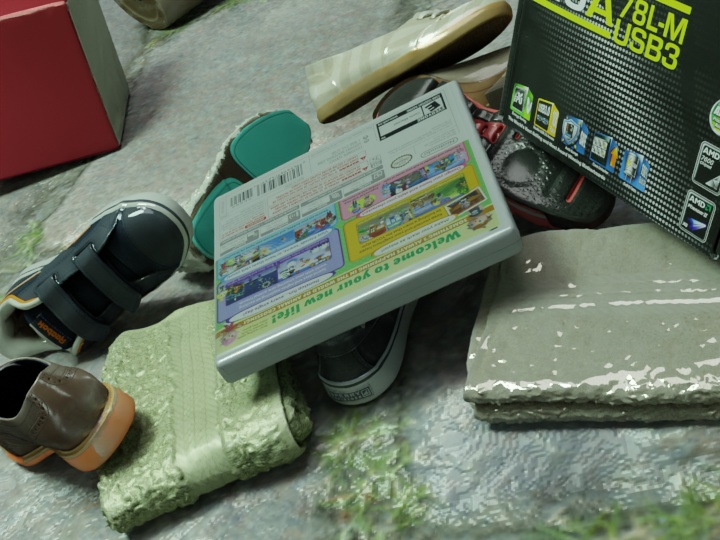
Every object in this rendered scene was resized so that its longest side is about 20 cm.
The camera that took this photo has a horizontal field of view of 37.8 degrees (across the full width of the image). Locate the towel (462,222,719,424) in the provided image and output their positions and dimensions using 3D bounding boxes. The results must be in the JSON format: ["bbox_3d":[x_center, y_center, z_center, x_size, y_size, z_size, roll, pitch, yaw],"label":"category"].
[{"bbox_3d":[0.159,0.029,0.596,0.197,0.035,0.134,-3,46,27],"label":"towel"}]

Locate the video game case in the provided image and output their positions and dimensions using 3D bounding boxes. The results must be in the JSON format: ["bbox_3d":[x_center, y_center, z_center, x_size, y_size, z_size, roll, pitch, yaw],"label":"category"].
[{"bbox_3d":[-0.007,-0.031,0.685,0.198,0.022,0.183,-25,37,10],"label":"video game case"}]

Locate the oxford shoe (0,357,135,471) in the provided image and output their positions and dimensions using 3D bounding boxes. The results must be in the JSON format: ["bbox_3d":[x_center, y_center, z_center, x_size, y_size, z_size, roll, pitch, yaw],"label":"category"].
[{"bbox_3d":[-0.221,0.085,0.706,0.199,0.073,0.072,-11,47,52],"label":"oxford shoe"}]

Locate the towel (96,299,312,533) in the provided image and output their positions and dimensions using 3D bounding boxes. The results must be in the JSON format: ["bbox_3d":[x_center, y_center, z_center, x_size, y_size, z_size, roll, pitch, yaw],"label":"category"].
[{"bbox_3d":[-0.111,0.081,0.707,0.147,0.037,0.201,-24,31,2],"label":"towel"}]

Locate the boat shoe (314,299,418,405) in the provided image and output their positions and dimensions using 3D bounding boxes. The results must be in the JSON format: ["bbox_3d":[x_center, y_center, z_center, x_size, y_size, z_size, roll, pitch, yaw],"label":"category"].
[{"bbox_3d":[0.000,0.000,0.722,0.071,0.068,0.201,-10,34,20],"label":"boat shoe"}]

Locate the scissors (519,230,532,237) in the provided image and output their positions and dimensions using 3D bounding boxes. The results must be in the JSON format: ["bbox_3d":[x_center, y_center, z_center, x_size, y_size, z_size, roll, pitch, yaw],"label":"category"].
[{"bbox_3d":[0.134,-0.011,0.701,0.198,0.014,0.073,7,44,38],"label":"scissors"}]

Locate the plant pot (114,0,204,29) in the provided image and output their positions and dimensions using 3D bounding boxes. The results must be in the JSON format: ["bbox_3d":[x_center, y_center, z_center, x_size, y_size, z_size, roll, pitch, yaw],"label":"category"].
[{"bbox_3d":[-0.272,-0.446,1.485,0.199,0.200,0.174,15,63,46],"label":"plant pot"}]

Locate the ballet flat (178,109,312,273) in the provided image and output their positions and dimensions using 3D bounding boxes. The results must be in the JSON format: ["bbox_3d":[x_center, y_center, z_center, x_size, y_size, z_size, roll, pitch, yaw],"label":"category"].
[{"bbox_3d":[-0.113,-0.070,0.911,0.071,0.072,0.201,0,38,33],"label":"ballet flat"}]

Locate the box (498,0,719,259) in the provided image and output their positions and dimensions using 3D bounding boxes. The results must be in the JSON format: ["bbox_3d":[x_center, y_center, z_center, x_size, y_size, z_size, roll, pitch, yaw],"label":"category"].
[{"bbox_3d":[0.166,-0.139,0.589,0.047,0.195,0.200,-14,38,-28],"label":"box"}]

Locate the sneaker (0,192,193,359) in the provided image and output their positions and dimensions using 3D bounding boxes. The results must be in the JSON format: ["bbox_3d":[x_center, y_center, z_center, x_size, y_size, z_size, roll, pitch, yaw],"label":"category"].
[{"bbox_3d":[-0.211,0.014,0.822,0.199,0.078,0.080,-29,28,32],"label":"sneaker"}]

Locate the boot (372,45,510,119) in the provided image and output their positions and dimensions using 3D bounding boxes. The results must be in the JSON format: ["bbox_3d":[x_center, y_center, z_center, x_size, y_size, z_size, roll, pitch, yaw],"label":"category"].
[{"bbox_3d":[0.123,-0.161,0.896,0.198,0.071,0.146,2,29,47],"label":"boot"}]

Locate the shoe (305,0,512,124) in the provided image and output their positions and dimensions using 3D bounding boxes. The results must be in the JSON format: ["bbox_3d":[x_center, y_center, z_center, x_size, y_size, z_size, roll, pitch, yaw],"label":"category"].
[{"bbox_3d":[0.035,-0.189,0.894,0.198,0.054,0.070,-24,-4,27],"label":"shoe"}]

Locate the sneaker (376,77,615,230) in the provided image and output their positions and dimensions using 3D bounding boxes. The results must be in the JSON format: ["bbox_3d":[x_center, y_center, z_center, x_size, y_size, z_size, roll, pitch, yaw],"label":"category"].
[{"bbox_3d":[0.103,-0.074,0.757,0.199,0.087,0.074,31,76,37],"label":"sneaker"}]

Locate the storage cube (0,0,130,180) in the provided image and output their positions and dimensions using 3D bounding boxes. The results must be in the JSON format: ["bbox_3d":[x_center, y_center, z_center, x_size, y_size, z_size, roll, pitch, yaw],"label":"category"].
[{"bbox_3d":[-0.378,-0.226,1.200,0.177,0.202,0.172,-15,31,1],"label":"storage cube"}]
